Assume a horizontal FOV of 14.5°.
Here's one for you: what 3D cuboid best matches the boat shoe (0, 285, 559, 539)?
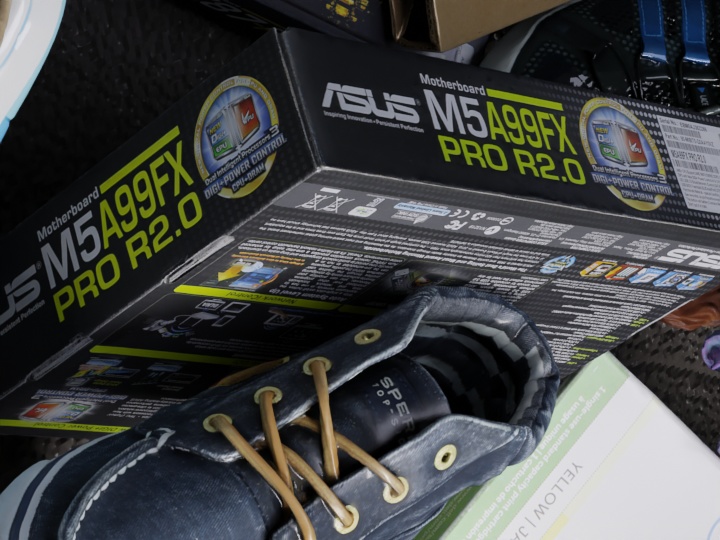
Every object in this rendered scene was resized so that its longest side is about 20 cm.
[{"bbox_3d":[-0.021,0.052,0.736,0.071,0.091,0.200,56,27,4],"label":"boat shoe"}]

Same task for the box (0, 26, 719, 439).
[{"bbox_3d":[0.000,0.000,0.817,0.200,0.160,0.044,7,59,-45],"label":"box"}]

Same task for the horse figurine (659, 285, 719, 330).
[{"bbox_3d":[0.106,-0.060,0.995,0.132,0.050,0.201,-29,115,-42],"label":"horse figurine"}]

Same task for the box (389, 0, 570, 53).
[{"bbox_3d":[0.070,-0.172,0.899,0.200,0.021,0.164,-25,114,-45],"label":"box"}]

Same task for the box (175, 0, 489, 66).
[{"bbox_3d":[-0.007,-0.169,0.866,0.161,0.049,0.201,23,78,-48],"label":"box"}]

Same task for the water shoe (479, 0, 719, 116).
[{"bbox_3d":[0.118,-0.063,0.917,0.200,0.079,0.072,-22,106,-38],"label":"water shoe"}]

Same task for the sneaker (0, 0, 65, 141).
[{"bbox_3d":[-0.153,-0.062,0.710,0.130,0.079,0.201,30,72,-44],"label":"sneaker"}]

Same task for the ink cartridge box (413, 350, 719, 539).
[{"bbox_3d":[0.089,0.135,0.946,0.200,0.048,0.146,43,83,-23],"label":"ink cartridge box"}]

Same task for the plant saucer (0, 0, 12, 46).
[{"bbox_3d":[-0.180,-0.074,0.646,0.199,0.035,0.201,9,57,-14],"label":"plant saucer"}]

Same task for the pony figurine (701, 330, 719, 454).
[{"bbox_3d":[0.199,0.027,0.970,0.200,0.167,0.193,2,128,-53],"label":"pony figurine"}]
